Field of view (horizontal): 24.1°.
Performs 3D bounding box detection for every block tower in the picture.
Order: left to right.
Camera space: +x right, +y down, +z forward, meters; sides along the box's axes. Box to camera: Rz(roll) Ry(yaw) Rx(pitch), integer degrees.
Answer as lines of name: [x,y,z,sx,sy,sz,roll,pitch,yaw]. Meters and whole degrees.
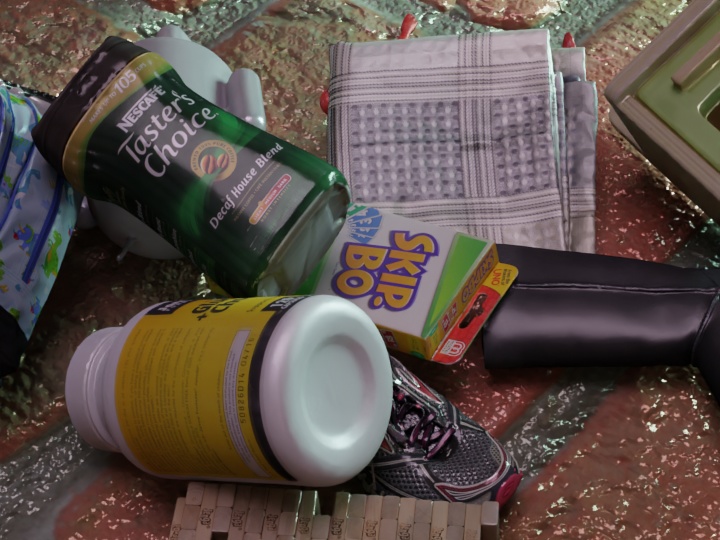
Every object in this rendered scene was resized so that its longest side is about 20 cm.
block tower: [-0.017,0.170,1.014,0.198,0.054,0.058,2,47,6]

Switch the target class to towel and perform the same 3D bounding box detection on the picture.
towel: [0.074,-0.084,1.221,0.198,0.035,0.194,-1,67,3]

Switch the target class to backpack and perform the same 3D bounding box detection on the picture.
backpack: [-0.267,-0.030,1.144,0.162,0.154,0.200,-9,35,39]

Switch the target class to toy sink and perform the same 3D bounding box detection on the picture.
toy sink: [0.261,-0.121,1.198,0.130,0.112,0.200,-43,52,5]

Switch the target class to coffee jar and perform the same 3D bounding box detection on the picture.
coffee jar: [-0.112,-0.065,1.093,0.199,0.085,0.105,33,76,17]

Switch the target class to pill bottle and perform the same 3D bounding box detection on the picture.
pill bottle: [-0.087,0.073,1.036,0.199,0.112,0.112,-3,39,40]

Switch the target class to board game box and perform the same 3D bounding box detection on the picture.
board game box: [0.000,0.000,1.143,0.199,0.030,0.096,18,53,28]

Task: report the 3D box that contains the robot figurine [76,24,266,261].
robot figurine: [-0.142,-0.089,1.228,0.169,0.113,0.201,-27,42,22]

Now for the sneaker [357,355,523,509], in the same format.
sneaker: [0.013,0.093,1.071,0.199,0.075,0.081,29,54,27]

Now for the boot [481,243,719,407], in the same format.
boot: [0.176,0.053,1.101,0.199,0.066,0.165,6,38,6]

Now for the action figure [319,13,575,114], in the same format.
action figure: [0.061,-0.162,1.319,0.199,0.065,0.099,-11,53,-8]

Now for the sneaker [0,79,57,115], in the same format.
sneaker: [-0.298,-0.115,1.296,0.199,0.082,0.075,23,8,41]
